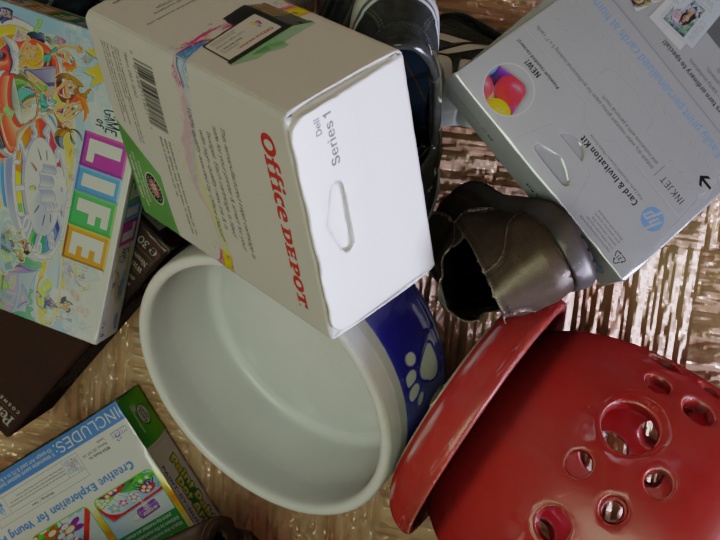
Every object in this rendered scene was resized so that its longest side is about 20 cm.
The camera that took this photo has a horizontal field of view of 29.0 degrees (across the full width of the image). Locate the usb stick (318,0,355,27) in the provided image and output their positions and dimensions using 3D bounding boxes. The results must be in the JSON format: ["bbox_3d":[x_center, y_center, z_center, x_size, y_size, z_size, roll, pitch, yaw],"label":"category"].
[{"bbox_3d":[-0.013,-0.156,0.910,0.032,0.055,0.201,32,109,17],"label":"usb stick"}]

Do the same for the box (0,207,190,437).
[{"bbox_3d":[-0.216,0.011,0.996,0.100,0.075,0.200,43,112,2],"label":"box"}]

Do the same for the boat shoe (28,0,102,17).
[{"bbox_3d":[-0.180,-0.209,0.931,0.090,0.071,0.202,14,105,15],"label":"boat shoe"}]

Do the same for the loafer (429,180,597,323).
[{"bbox_3d":[0.070,-0.009,0.854,0.071,0.200,0.074,-30,98,-13],"label":"loafer"}]

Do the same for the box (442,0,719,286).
[{"bbox_3d":[0.172,-0.114,0.830,0.200,0.041,0.156,-41,91,-12],"label":"box"}]

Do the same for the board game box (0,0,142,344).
[{"bbox_3d":[-0.207,-0.068,0.917,0.133,0.034,0.202,18,108,12],"label":"board game box"}]

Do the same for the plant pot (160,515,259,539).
[{"bbox_3d":[-0.144,0.279,0.945,0.197,0.200,0.202,-29,95,12],"label":"plant pot"}]

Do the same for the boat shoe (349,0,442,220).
[{"bbox_3d":[0.016,-0.077,0.823,0.068,0.057,0.201,-2,137,-1],"label":"boat shoe"}]

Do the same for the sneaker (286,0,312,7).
[{"bbox_3d":[-0.084,-0.129,0.932,0.199,0.074,0.116,-23,100,27],"label":"sneaker"}]

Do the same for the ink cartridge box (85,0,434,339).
[{"bbox_3d":[-0.057,-0.074,0.796,0.199,0.084,0.146,31,144,42],"label":"ink cartridge box"}]

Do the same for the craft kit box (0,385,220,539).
[{"bbox_3d":[-0.197,0.220,1.058,0.199,0.048,0.199,-30,92,20],"label":"craft kit box"}]

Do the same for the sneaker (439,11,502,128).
[{"bbox_3d":[0.081,-0.124,0.886,0.198,0.091,0.067,6,135,-10],"label":"sneaker"}]

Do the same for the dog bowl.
[{"bbox_3d":[-0.045,0.058,0.916,0.199,0.079,0.202,21,132,26],"label":"dog bowl"}]

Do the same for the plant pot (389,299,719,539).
[{"bbox_3d":[0.130,0.131,0.873,0.182,0.200,0.202,35,110,13],"label":"plant pot"}]
